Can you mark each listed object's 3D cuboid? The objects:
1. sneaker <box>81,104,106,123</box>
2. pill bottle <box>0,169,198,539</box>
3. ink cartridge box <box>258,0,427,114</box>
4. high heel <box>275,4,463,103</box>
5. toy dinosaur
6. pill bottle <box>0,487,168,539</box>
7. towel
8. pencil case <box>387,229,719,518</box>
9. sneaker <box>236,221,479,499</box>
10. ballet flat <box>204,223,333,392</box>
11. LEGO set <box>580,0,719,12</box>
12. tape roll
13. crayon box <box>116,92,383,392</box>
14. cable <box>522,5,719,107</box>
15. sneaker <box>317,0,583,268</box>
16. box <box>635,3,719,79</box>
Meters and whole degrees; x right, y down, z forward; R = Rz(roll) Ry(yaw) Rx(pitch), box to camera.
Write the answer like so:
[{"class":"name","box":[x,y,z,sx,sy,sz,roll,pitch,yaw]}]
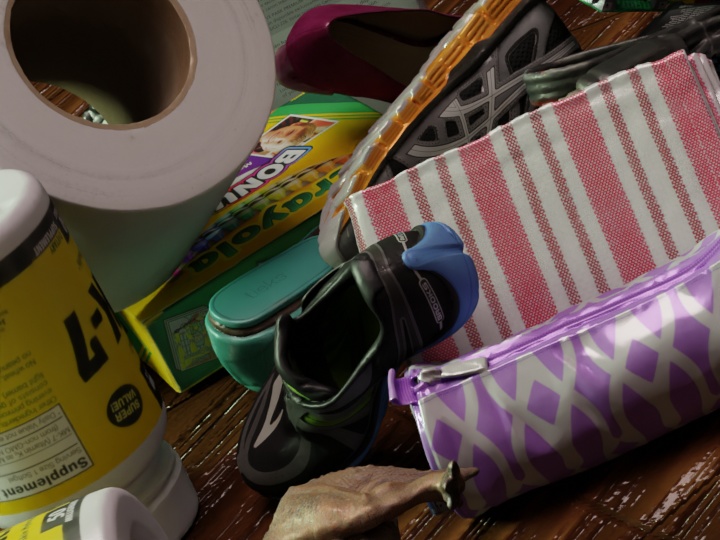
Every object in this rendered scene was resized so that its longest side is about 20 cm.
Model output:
[{"class":"sneaker","box":[-0.166,-0.121,2.009,0.199,0.121,0.084,-25,19,8]},{"class":"pill bottle","box":[-0.168,0.060,1.538,0.114,0.200,0.114,-23,24,11]},{"class":"ink cartridge box","box":[-0.065,-0.160,1.916,0.199,0.176,0.084,-26,23,2]},{"class":"high heel","box":[0.052,-0.124,1.761,0.199,0.068,0.096,-4,-6,-18]},{"class":"toy dinosaur","box":[-0.023,0.141,1.324,0.135,0.086,0.200,3,48,32]},{"class":"pill bottle","box":[-0.180,0.187,1.400,0.199,0.112,0.111,-24,23,9]},{"class":"towel","box":[0.105,-0.008,1.489,0.199,0.147,0.030,-23,-15,10]},{"class":"pencil case","box":[0.113,0.043,1.416,0.199,0.086,0.084,-25,30,5]},{"class":"sneaker","box":[-0.017,0.044,1.473,0.082,0.071,0.200,-10,-28,-36]},{"class":"ballet flat","box":[0.000,0.000,1.645,0.200,0.071,0.067,-35,44,-23]},{"class":"LEGO set","box":[0.151,-0.219,1.653,0.199,0.116,0.154,0,28,-41]},{"class":"tape roll","box":[-0.160,-0.091,1.649,0.203,0.203,0.139,-44,-4,-34]},{"class":"crayon box","box":[-0.062,-0.024,1.778,0.200,0.058,0.172,-33,24,-12]},{"class":"cable","box":[0.167,-0.106,1.588,0.199,0.051,0.097,-26,25,-25]},{"class":"sneaker","box":[0.051,-0.072,1.609,0.200,0.077,0.078,-50,6,-19]},{"class":"box","box":[0.282,-0.171,1.724,0.200,0.050,0.199,-4,32,45]}]
